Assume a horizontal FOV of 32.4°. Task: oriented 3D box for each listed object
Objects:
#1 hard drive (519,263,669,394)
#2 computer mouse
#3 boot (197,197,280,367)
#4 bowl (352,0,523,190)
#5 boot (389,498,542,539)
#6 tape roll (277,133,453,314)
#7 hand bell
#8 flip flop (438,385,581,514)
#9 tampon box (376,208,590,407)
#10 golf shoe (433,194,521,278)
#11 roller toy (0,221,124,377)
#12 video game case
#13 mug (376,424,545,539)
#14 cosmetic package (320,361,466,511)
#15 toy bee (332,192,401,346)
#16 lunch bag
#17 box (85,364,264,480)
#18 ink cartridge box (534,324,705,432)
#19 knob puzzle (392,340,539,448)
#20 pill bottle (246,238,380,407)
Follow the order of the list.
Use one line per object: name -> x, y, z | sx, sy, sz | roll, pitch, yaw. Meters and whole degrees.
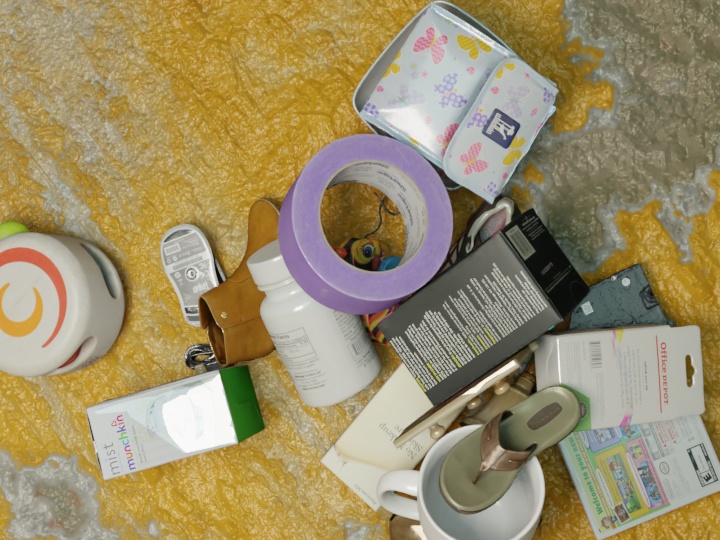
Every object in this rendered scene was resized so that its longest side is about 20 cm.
hard drive -> 0.300, 0.096, 1.605 | 0.198, 0.038, 0.141 | -26, 85, 3
computer mouse -> -0.206, 0.034, 1.653 | 0.108, 0.044, 0.202 | -18, 92, 9
boot -> -0.150, 0.014, 1.597 | 0.070, 0.143, 0.204 | -11, 92, 47
bowl -> 0.113, -0.224, 1.617 | 0.200, 0.075, 0.200 | 41, 92, 6
boot -> 0.132, 0.323, 1.588 | 0.198, 0.074, 0.076 | -14, 101, 6
tape roll -> 0.005, -0.054, 1.476 | 0.197, 0.085, 0.203 | 4, 75, -15
hand bell -> 0.213, 0.127, 1.548 | 0.103, 0.104, 0.201 | 28, 79, 6
flip flop -> 0.169, 0.194, 1.395 | 0.199, 0.058, 0.081 | -34, 66, -14
tampon box -> 0.148, 0.043, 1.490 | 0.199, 0.150, 0.127 | -37, 87, 26
golf shoe -> 0.139, -0.010, 1.600 | 0.077, 0.088, 0.202 | 28, 92, 4
roller toy -> -0.409, 0.047, 1.620 | 0.180, 0.140, 0.203 | 11, 91, 16
video game case -> 0.345, 0.215, 1.571 | 0.180, 0.022, 0.202 | -23, 90, 4
mug -> 0.116, 0.281, 1.486 | 0.197, 0.176, 0.149 | 9, 63, 7
cosmetic package -> 0.050, 0.200, 1.606 | 0.103, 0.073, 0.201 | 39, 91, 5
toy bee -> 0.000, 0.000, 1.601 | 0.130, 0.108, 0.202 | -27, 73, 47
lunch bag -> 0.125, -0.204, 1.518 | 0.199, 0.127, 0.170 | 35, 96, 0
box -> -0.230, 0.187, 1.568 | 0.174, 0.200, 0.098 | -17, 86, 3
ink cartridge box -> 0.316, 0.127, 1.508 | 0.197, 0.067, 0.119 | -3, 90, -18
knob puzzle -> 0.136, 0.149, 1.473 | 0.219, 0.220, 0.031 | -36, 86, 3
pill bottle -> -0.062, 0.059, 1.556 | 0.113, 0.114, 0.202 | -24, 106, 4
